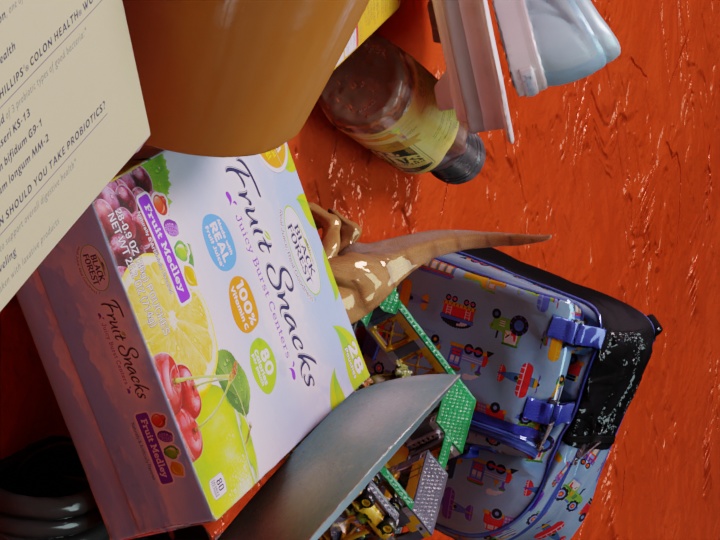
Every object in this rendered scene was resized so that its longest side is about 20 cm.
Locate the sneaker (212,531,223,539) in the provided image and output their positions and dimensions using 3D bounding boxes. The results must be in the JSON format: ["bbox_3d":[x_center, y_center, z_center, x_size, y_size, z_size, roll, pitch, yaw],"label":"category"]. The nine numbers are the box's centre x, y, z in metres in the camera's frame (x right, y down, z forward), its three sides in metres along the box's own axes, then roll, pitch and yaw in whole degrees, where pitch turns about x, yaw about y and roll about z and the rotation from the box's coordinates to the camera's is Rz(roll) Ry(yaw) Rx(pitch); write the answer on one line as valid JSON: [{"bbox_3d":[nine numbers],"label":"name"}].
[{"bbox_3d":[-0.056,0.196,1.314,0.200,0.070,0.094,-19,123,-62],"label":"sneaker"}]

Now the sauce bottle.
[{"bbox_3d":[0.034,-0.096,1.411,0.200,0.066,0.066,30,72,-64],"label":"sauce bottle"}]

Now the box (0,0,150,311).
[{"bbox_3d":[-0.180,-0.093,0.865,0.176,0.097,0.200,-56,149,-43],"label":"box"}]

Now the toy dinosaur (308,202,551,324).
[{"bbox_3d":[0.000,0.000,1.309,0.200,0.106,0.060,-30,159,-16],"label":"toy dinosaur"}]

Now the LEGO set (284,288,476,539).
[{"bbox_3d":[-0.019,0.101,1.349,0.154,0.116,0.200,47,31,-27],"label":"LEGO set"}]

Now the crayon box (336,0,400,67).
[{"bbox_3d":[-0.029,-0.219,1.220,0.119,0.058,0.200,-49,142,-52],"label":"crayon box"}]

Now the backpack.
[{"bbox_3d":[0.082,0.093,1.481,0.134,0.182,0.200,5,107,-59],"label":"backpack"}]

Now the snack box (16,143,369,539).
[{"bbox_3d":[-0.083,0.017,1.102,0.200,0.068,0.169,-41,114,-62],"label":"snack box"}]

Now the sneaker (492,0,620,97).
[{"bbox_3d":[0.115,-0.200,1.350,0.074,0.082,0.200,68,10,-68],"label":"sneaker"}]

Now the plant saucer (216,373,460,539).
[{"bbox_3d":[-0.027,0.117,1.145,0.201,0.039,0.201,-47,176,-5],"label":"plant saucer"}]

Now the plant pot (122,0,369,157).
[{"bbox_3d":[-0.066,-0.161,1.013,0.200,0.200,0.183,-40,150,-57],"label":"plant pot"}]

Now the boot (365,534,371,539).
[{"bbox_3d":[-0.028,0.280,1.408,0.168,0.076,0.200,-14,118,-70],"label":"boot"}]

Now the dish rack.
[{"bbox_3d":[0.056,-0.182,1.361,0.200,0.043,0.172,-90,167,-64],"label":"dish rack"}]

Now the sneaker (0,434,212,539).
[{"bbox_3d":[-0.128,0.129,1.113,0.200,0.071,0.099,-16,119,-61],"label":"sneaker"}]
